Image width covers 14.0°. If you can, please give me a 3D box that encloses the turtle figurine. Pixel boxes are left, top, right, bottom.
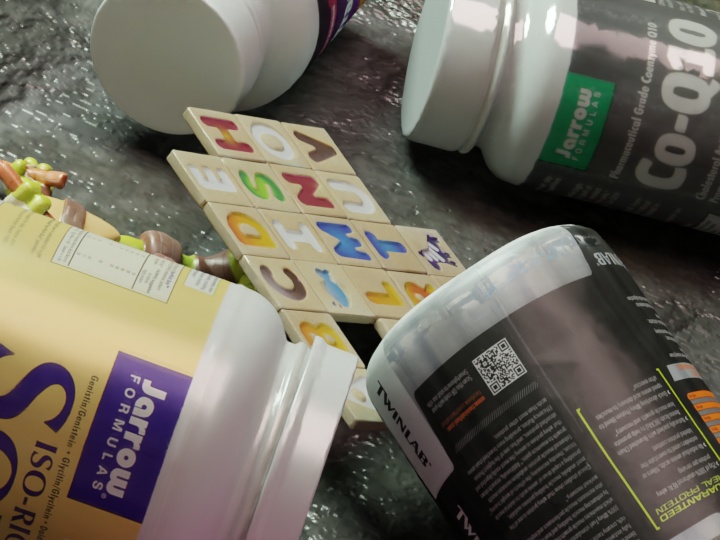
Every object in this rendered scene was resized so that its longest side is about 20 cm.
[{"bbox_3d":[-0.126,-0.009,1.303,0.160,0.065,0.200,20,3,-10],"label":"turtle figurine"}]

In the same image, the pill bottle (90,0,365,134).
[{"bbox_3d":[-0.060,-0.149,1.500,0.111,0.112,0.200,25,35,8],"label":"pill bottle"}]

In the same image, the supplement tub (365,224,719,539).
[{"bbox_3d":[0.100,0.092,1.211,0.122,0.123,0.201,-17,67,-42],"label":"supplement tub"}]

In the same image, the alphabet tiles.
[{"bbox_3d":[0.000,0.000,1.350,0.167,0.008,0.200,6,42,-50],"label":"alphabet tiles"}]

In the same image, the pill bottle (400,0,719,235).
[{"bbox_3d":[0.128,-0.090,1.513,0.199,0.114,0.113,13,35,-9],"label":"pill bottle"}]

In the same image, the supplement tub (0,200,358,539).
[{"bbox_3d":[-0.114,0.058,1.154,0.199,0.146,0.146,19,34,0],"label":"supplement tub"}]
